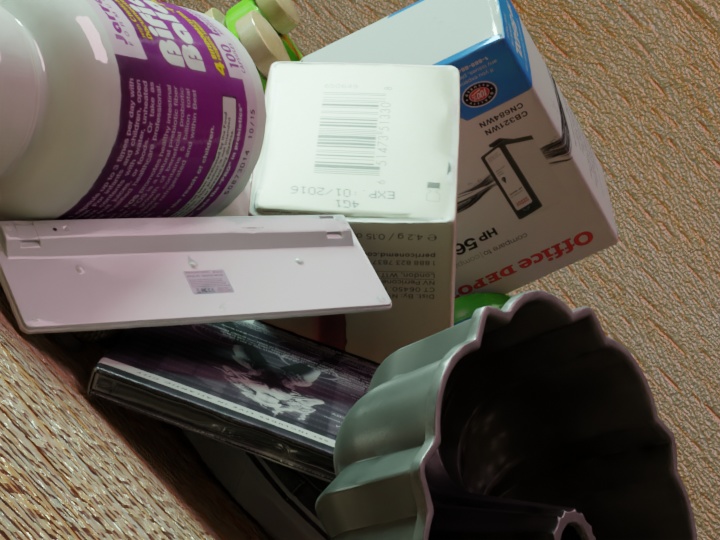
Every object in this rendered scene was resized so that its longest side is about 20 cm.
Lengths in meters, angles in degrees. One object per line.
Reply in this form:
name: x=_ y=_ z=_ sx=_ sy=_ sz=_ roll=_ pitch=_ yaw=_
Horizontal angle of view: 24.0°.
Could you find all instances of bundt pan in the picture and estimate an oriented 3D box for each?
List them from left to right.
bundt pan: x=0.054 y=0.115 z=0.664 sx=0.075 sy=0.203 sz=0.202 roll=-14 pitch=-47 yaw=37

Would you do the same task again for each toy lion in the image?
toy lion: x=-0.041 y=-0.095 z=1.174 sx=0.192 sy=0.068 sz=0.200 roll=54 pitch=13 yaw=-18

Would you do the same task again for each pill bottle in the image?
pill bottle: x=-0.135 y=-0.075 z=0.772 sx=0.112 sy=0.113 sz=0.199 roll=45 pitch=19 yaw=18

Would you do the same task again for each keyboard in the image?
keyboard: x=-0.072 y=0.000 z=0.761 sx=0.198 sy=0.011 sz=0.057 roll=-3 pitch=58 yaw=-39

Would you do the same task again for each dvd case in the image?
dvd case: x=-0.040 y=0.055 z=0.796 sx=0.147 sy=0.016 sz=0.200 roll=20 pitch=9 yaw=-2

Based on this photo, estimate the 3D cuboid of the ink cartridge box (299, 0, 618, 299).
ink cartridge box: x=0.069 y=-0.078 z=1.135 sx=0.200 sy=0.145 sz=0.085 roll=53 pitch=20 yaw=-38

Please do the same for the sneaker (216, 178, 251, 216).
sneaker: x=-0.089 y=-0.039 z=1.012 sx=0.073 sy=0.070 sz=0.203 roll=20 pitch=-63 yaw=52

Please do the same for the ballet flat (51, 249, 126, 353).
ballet flat: x=-0.128 y=0.004 z=0.827 sx=0.067 sy=0.046 sz=0.200 roll=47 pitch=-1 yaw=-2

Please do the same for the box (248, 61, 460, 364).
box: x=0.000 y=0.000 z=0.951 sx=0.129 sy=0.107 sz=0.201 roll=-86 pitch=176 yaw=-45

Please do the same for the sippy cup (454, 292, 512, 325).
sippy cup: x=0.090 y=0.108 z=1.152 sx=0.176 sy=0.141 sz=0.131 roll=-6 pitch=43 yaw=-31

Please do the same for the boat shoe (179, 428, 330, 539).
boat shoe: x=-0.014 y=0.105 z=0.833 sx=0.200 sy=0.071 sz=0.072 roll=44 pitch=0 yaw=6
